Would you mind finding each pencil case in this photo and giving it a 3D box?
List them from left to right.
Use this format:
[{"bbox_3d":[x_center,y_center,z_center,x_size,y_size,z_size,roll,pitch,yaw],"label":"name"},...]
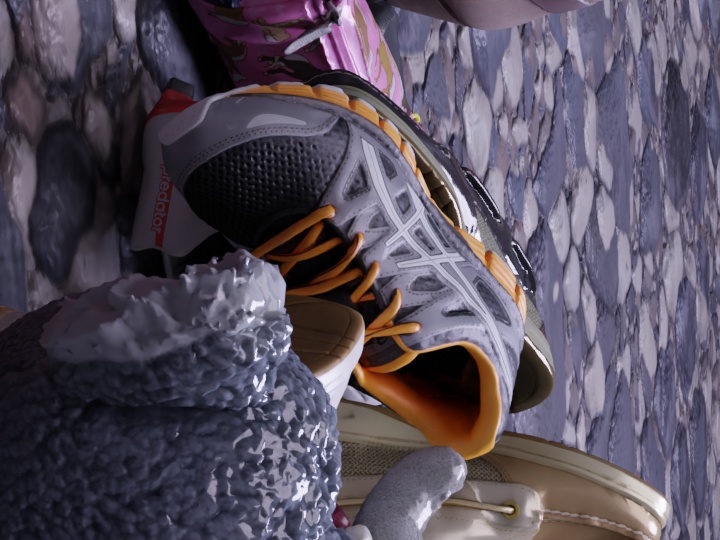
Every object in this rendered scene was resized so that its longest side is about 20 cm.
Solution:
[{"bbox_3d":[-0.018,-0.085,1.223,0.200,0.082,0.087,69,24,-52],"label":"pencil case"}]

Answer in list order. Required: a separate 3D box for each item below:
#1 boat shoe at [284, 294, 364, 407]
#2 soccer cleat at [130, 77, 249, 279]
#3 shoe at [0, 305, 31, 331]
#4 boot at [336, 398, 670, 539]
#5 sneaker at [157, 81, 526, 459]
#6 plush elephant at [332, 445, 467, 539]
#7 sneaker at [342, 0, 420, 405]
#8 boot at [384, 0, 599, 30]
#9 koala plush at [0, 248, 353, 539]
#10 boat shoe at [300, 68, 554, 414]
[{"bbox_3d":[-0.050,0.067,0.972,0.200,0.070,0.070,-48,142,-61],"label":"boat shoe"},{"bbox_3d":[-0.043,-0.004,1.181,0.200,0.068,0.086,53,49,-59],"label":"soccer cleat"},{"bbox_3d":[-0.114,0.109,0.953,0.070,0.053,0.201,40,52,-68],"label":"shoe"},{"bbox_3d":[0.034,0.146,1.228,0.073,0.199,0.156,135,-34,-65],"label":"boot"},{"bbox_3d":[0.000,0.000,1.082,0.200,0.078,0.077,37,35,-35],"label":"sneaker"},{"bbox_3d":[-0.023,0.120,1.078,0.165,0.154,0.201,62,32,-57],"label":"plush elephant"},{"bbox_3d":[0.023,-0.032,1.356,0.074,0.084,0.201,-34,123,-71],"label":"sneaker"},{"bbox_3d":[0.039,-0.185,1.302,0.200,0.145,0.071,63,32,-56],"label":"boot"},{"bbox_3d":[-0.095,0.058,0.766,0.184,0.199,0.178,-69,154,-49],"label":"koala plush"},{"bbox_3d":[0.021,-0.017,1.170,0.201,0.071,0.066,52,25,-40],"label":"boat shoe"}]
